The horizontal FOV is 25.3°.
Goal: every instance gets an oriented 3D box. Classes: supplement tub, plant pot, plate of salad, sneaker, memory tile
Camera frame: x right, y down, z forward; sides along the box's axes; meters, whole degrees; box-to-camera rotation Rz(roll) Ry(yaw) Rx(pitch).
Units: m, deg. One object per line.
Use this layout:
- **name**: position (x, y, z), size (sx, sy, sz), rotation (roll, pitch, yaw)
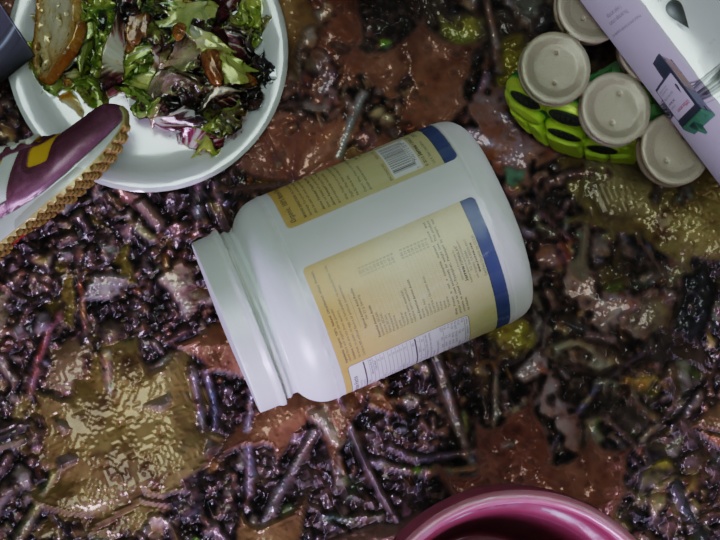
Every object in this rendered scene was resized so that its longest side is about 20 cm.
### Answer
- **supplement tub**: position (0.000, 0.000, 1.073), size (0.198, 0.144, 0.146), rotation (-22, 87, -6)
- **plant pot**: position (0.090, 0.237, 1.043), size (0.198, 0.179, 0.202), rotation (0, 85, -5)
- **plate of salad**: position (-0.149, -0.156, 1.122), size (0.198, 0.048, 0.202), rotation (0, 85, -5)
- **sneaker**: position (-0.249, -0.063, 1.082), size (0.200, 0.075, 0.090), rotation (-39, 91, 2)
- **sneaker**: position (0.198, -0.123, 1.143), size (0.198, 0.074, 0.084), rotation (6, 72, -7)
- **memory tile**: position (0.209, -0.172, 1.099), size (0.153, 0.017, 0.201), rotation (31, 81, -4)

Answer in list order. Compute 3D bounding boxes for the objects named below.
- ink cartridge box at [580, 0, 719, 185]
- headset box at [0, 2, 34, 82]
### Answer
- **ink cartridge box**: position (0.256, -0.165, 1.054), size (0.146, 0.084, 0.201), rotation (-39, 91, -9)
- **headset box**: position (-0.326, -0.155, 1.035), size (0.200, 0.174, 0.093), rotation (-39, 70, -6)
